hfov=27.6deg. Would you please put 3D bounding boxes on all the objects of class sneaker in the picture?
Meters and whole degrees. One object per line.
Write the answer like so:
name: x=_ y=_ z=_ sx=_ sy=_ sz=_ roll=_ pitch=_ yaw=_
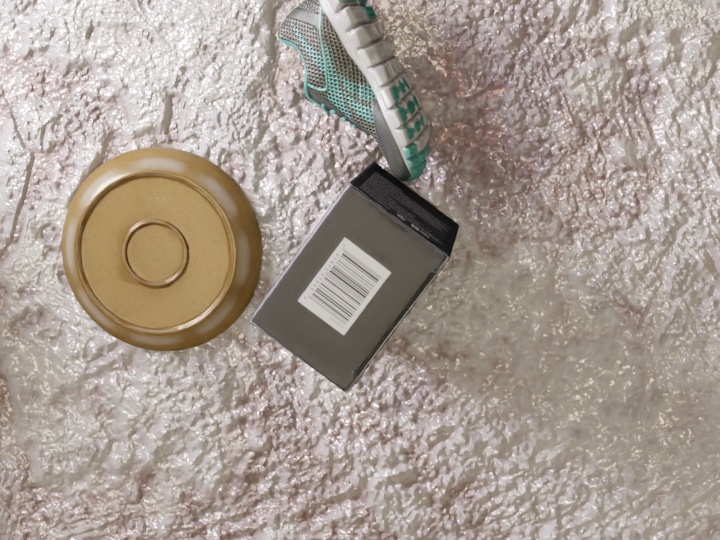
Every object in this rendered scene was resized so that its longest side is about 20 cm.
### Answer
sneaker: x=-0.006 y=-0.167 z=1.356 sx=0.091 sy=0.078 sz=0.200 roll=-25 pitch=92 yaw=25

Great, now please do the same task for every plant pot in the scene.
plant pot: x=-0.195 y=-0.018 z=1.414 sx=0.199 sy=0.027 sz=0.201 roll=1 pitch=98 yaw=7

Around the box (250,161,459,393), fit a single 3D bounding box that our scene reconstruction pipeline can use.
box: x=0.000 y=0.000 z=1.306 sx=0.107 sy=0.200 sz=0.149 roll=36 pitch=102 yaw=-1
